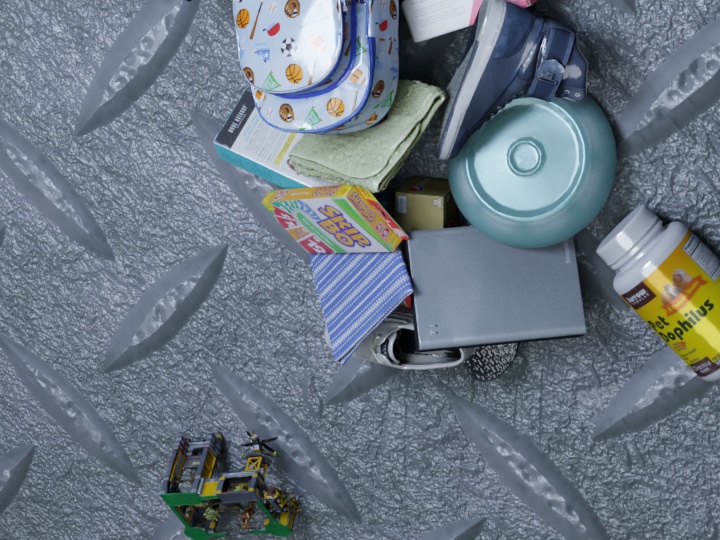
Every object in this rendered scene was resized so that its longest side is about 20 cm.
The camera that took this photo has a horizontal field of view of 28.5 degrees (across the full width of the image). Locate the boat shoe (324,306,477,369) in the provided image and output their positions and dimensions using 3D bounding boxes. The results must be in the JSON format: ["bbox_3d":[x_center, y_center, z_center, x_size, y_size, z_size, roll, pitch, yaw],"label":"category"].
[{"bbox_3d":[0.042,0.087,1.710,0.198,0.066,0.073,7,113,20],"label":"boat shoe"}]

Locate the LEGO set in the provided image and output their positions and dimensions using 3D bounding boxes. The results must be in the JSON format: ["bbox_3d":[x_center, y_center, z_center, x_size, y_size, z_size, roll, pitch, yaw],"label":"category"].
[{"bbox_3d":[-0.175,0.287,1.951,0.199,0.117,0.154,-13,134,29],"label":"LEGO set"}]

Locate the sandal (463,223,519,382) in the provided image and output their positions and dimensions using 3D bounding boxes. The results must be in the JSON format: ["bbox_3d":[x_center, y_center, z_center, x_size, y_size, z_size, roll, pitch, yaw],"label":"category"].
[{"bbox_3d":[0.163,0.036,1.738,0.075,0.048,0.203,4,99,21],"label":"sandal"}]

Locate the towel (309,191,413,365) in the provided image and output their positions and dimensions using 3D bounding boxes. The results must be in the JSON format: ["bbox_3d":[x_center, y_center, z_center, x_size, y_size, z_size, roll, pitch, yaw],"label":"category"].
[{"bbox_3d":[0.000,0.000,1.717,0.024,0.201,0.145,24,123,-33],"label":"towel"}]

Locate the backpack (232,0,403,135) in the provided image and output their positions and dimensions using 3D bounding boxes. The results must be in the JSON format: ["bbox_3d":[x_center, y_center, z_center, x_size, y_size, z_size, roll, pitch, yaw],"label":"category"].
[{"bbox_3d":[-0.044,-0.244,1.553,0.199,0.154,0.192,-6,96,34],"label":"backpack"}]

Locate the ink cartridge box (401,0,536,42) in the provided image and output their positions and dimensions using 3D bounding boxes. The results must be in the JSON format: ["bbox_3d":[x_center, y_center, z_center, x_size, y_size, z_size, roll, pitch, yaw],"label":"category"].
[{"bbox_3d":[0.103,-0.375,1.574,0.145,0.083,0.202,-13,105,26],"label":"ink cartridge box"}]

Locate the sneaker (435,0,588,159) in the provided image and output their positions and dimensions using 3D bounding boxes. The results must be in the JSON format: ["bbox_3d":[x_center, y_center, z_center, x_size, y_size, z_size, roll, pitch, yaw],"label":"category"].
[{"bbox_3d":[0.171,-0.192,1.571,0.145,0.077,0.203,15,126,-12],"label":"sneaker"}]

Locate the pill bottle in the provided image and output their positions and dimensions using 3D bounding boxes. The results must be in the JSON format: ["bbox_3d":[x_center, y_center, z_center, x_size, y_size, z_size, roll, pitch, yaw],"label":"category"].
[{"bbox_3d":[0.364,0.022,1.610,0.200,0.109,0.109,45,119,0],"label":"pill bottle"}]

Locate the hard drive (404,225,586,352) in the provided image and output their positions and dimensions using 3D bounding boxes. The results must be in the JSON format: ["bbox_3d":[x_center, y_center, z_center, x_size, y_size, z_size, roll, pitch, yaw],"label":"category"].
[{"bbox_3d":[0.157,0.016,1.656,0.198,0.033,0.141,-5,78,-6],"label":"hard drive"}]

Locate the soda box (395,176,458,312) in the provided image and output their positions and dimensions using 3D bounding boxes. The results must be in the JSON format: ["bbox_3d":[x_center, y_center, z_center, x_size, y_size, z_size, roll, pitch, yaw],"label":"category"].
[{"bbox_3d":[0.081,-0.008,1.735,0.063,0.068,0.202,7,112,19],"label":"soda box"}]

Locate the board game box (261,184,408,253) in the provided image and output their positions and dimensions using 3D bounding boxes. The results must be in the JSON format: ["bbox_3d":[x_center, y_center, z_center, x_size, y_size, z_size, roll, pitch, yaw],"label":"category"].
[{"bbox_3d":[-0.032,-0.060,1.691,0.096,0.030,0.199,47,152,-26],"label":"board game box"}]

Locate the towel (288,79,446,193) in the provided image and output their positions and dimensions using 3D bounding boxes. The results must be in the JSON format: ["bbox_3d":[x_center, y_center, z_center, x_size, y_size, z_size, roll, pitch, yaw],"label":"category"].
[{"bbox_3d":[0.006,-0.162,1.624,0.036,0.149,0.199,43,167,-32],"label":"towel"}]

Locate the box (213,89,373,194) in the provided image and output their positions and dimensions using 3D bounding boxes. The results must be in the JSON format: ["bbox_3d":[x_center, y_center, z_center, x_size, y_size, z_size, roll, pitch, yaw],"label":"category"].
[{"bbox_3d":[-0.073,-0.140,1.730,0.199,0.049,0.083,26,73,13],"label":"box"}]

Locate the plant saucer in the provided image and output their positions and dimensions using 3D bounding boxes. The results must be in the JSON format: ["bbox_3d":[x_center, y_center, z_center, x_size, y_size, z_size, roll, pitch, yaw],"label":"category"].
[{"bbox_3d":[0.191,-0.127,1.621,0.198,0.036,0.202,-1,88,16],"label":"plant saucer"}]
